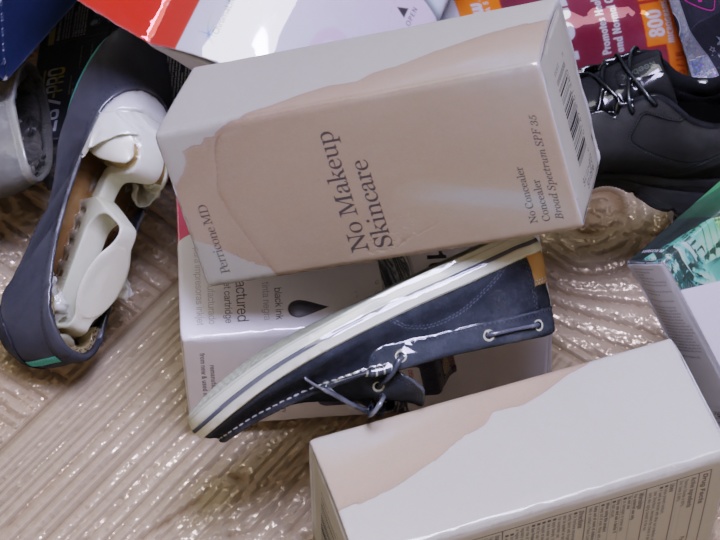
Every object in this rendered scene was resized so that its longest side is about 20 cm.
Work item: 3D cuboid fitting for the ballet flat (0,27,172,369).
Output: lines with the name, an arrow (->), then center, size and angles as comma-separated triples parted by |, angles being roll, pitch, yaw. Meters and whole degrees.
ballet flat -> -0.139, -0.038, 1.243 | 0.073, 0.073, 0.201 | 19, 82, 16

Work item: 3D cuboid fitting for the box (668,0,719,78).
box -> 0.280, -0.182, 1.258 | 0.199, 0.116, 0.132 | -24, 12, -32

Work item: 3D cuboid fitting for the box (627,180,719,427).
box -> 0.245, -0.001, 1.211 | 0.200, 0.145, 0.036 | -40, 21, -28

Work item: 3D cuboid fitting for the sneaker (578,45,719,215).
sneaker -> 0.124, -0.080, 1.204 | 0.198, 0.091, 0.076 | -4, 52, -15

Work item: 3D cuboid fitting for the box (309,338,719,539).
box -> 0.079, 0.114, 1.144 | 0.198, 0.095, 0.078 | -14, 53, -12

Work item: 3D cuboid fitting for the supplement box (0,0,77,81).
supplement box -> -0.207, -0.237, 1.308 | 0.200, 0.134, 0.200 | -48, 22, -4

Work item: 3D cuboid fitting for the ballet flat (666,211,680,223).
ballet flat -> 0.213, -0.052, 1.304 | 0.074, 0.075, 0.200 | 23, 53, 18

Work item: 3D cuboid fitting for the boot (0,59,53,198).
boot -> -0.274, -0.033, 1.263 | 0.198, 0.073, 0.183 | -7, 50, 6

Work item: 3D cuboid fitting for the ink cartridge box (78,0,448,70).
ink cartridge box -> -0.048, -0.174, 1.212 | 0.199, 0.057, 0.163 | 32, 69, -22

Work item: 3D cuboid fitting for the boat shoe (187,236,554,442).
boat shoe -> 0.008, 0.045, 1.133 | 0.199, 0.075, 0.063 | -25, 93, -5

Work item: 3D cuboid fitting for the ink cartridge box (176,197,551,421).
ink cartridge box -> 0.000, 0.000, 1.242 | 0.198, 0.085, 0.146 | -4, 51, -3

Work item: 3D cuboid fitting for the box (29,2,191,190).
box -> -0.113, -0.148, 1.366 | 0.160, 0.049, 0.201 | -8, 50, 11

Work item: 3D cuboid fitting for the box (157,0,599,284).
box -> 0.010, -0.062, 1.123 | 0.198, 0.096, 0.078 | -10, 27, 19

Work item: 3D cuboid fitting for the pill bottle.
pill bottle -> 0.093, -0.120, 1.319 | 0.198, 0.115, 0.115 | -10, 51, -8
